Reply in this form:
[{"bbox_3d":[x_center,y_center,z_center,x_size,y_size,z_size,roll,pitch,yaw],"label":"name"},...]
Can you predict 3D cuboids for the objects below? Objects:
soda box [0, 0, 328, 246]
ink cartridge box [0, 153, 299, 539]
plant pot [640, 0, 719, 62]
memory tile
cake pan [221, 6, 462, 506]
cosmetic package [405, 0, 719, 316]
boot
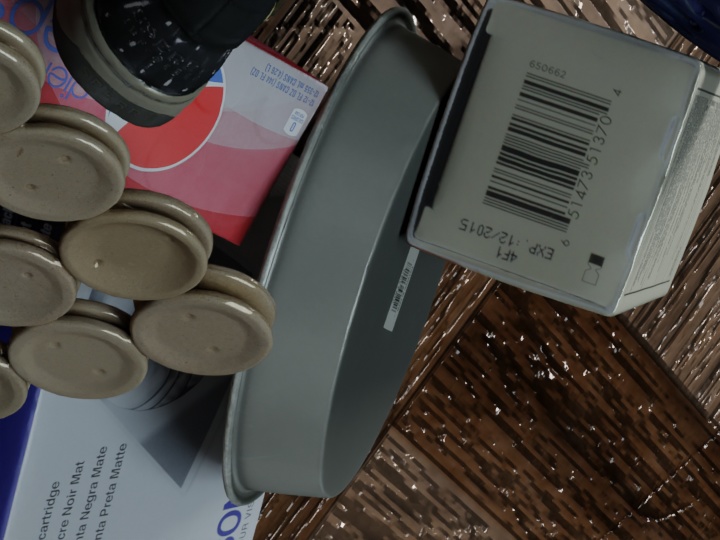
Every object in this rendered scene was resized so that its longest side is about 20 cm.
[{"bbox_3d":[-0.105,-0.079,0.991,0.200,0.063,0.070,25,96,-46],"label":"soda box"},{"bbox_3d":[-0.107,0.057,1.122,0.199,0.041,0.201,-8,121,-45],"label":"ink cartridge box"},{"bbox_3d":[0.165,-0.170,1.029,0.179,0.200,0.201,27,97,-37],"label":"plant pot"},{"bbox_3d":[-0.130,-0.013,0.967,0.200,0.152,0.017,49,37,-46],"label":"memory tile"},{"bbox_3d":[0.000,0.000,1.125,0.200,0.036,0.202,19,90,-80],"label":"cake pan"},{"bbox_3d":[0.088,-0.045,1.156,0.200,0.087,0.104,-1,110,-79],"label":"cosmetic package"},{"bbox_3d":[-0.017,-0.154,0.927,0.073,0.153,0.205,33,49,-25],"label":"boot"}]
